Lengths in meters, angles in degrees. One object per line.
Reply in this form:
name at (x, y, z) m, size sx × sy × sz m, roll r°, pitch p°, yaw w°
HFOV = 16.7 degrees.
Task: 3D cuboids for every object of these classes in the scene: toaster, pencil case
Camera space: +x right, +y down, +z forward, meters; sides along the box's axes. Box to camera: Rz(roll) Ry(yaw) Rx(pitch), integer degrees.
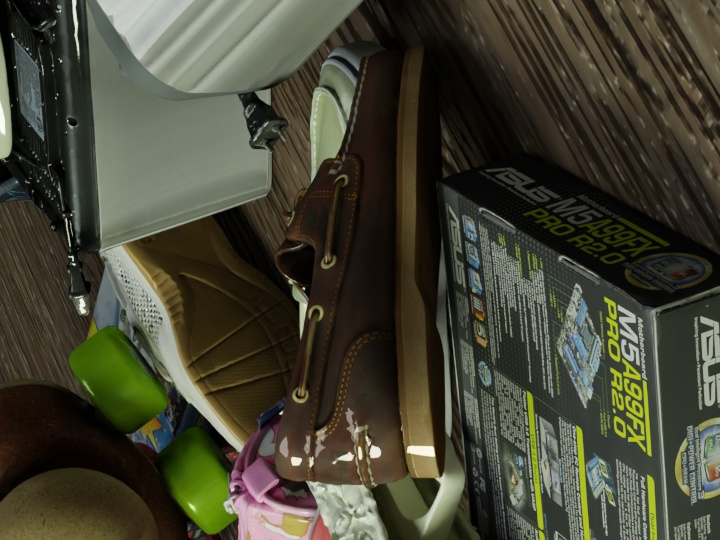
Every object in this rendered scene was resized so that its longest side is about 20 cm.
toaster at (-0.133, -0.119, 1.245) m, size 0.181 × 0.118 × 0.201 m, roll 48°, pitch 147°, yaw 47°
pencil case at (-0.024, 0.156, 1.216) m, size 0.086 × 0.083 × 0.201 m, roll 19°, pitch 136°, yaw 16°
toaster at (-0.055, -0.163, 0.999) m, size 0.129 × 0.113 × 0.201 m, roll -39°, pitch 72°, yaw 37°

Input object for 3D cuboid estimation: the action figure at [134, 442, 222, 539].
action figure at (-0.113, 0.163, 1.399) m, size 0.052 × 0.065 × 0.201 m, roll 36°, pitch 158°, yaw 55°

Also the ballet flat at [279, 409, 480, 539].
ballet flat at (0.026, 0.114, 0.997) m, size 0.201 × 0.071 × 0.072 m, roll 61°, pitch 155°, yaw 29°

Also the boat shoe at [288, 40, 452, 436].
boat shoe at (0.000, 0.000, 1.090) m, size 0.072 × 0.062 × 0.202 m, roll 28°, pitch 129°, yaw 60°

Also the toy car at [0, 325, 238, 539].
toy car at (-0.137, 0.153, 1.233) m, size 0.158 × 0.164 × 0.200 m, roll 52°, pitch -179°, yaw -29°

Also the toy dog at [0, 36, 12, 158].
toy dog at (-0.285, -0.117, 1.186) m, size 0.140 × 0.199 × 0.195 m, roll 53°, pitch 151°, yaw 38°

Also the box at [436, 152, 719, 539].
box at (0.093, 0.073, 0.948) m, size 0.160 × 0.044 × 0.202 m, roll 34°, pitch 136°, yaw 57°

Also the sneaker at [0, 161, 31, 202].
sneaker at (-0.190, -0.114, 1.413) m, size 0.079 × 0.095 × 0.201 m, roll 50°, pitch 149°, yaw 42°

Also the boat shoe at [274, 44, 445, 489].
boat shoe at (-0.001, -0.007, 0.981) m, size 0.071 × 0.070 × 0.201 m, roll 71°, pitch -162°, yaw -52°

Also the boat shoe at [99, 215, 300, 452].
boat shoe at (-0.079, 0.033, 1.285) m, size 0.201 × 0.070 × 0.070 m, roll 57°, pitch 152°, yaw 30°

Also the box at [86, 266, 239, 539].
box at (-0.109, 0.059, 1.420) m, size 0.137 × 0.037 × 0.200 m, roll 63°, pitch 156°, yaw 21°

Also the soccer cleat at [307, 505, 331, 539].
soccer cleat at (0.002, 0.165, 1.129) m, size 0.201 × 0.068 × 0.074 m, roll 92°, pitch 172°, yaw -49°
